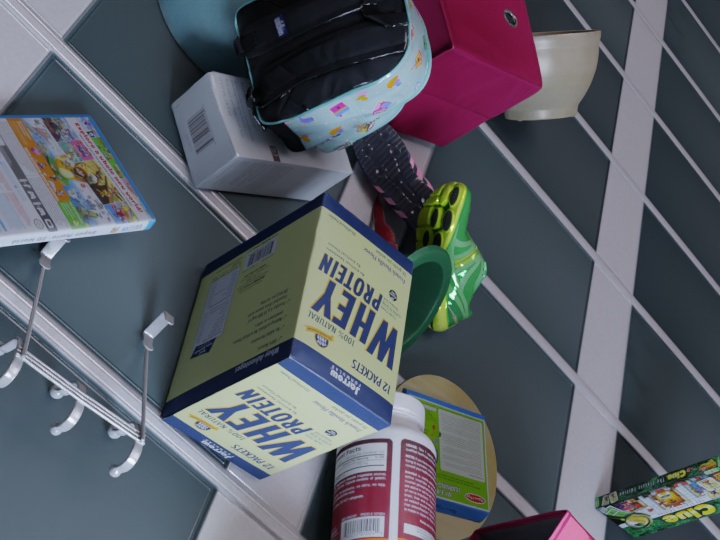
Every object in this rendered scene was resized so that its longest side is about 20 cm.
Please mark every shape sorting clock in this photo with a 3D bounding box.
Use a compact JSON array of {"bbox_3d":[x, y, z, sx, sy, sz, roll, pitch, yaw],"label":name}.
[{"bbox_3d":[0.094,0.226,1.398,0.199,0.039,0.202,23,54,-36],"label":"shape sorting clock"}]

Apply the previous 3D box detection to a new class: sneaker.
[{"bbox_3d":[0.052,-0.115,1.555,0.201,0.070,0.082,56,-5,6],"label":"sneaker"},{"bbox_3d":[0.119,-0.022,1.488,0.083,0.074,0.202,-11,118,-30],"label":"sneaker"}]

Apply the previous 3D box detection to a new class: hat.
[{"bbox_3d":[0.000,0.000,1.421,0.176,0.166,0.200,37,8,26],"label":"hat"}]

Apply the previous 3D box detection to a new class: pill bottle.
[{"bbox_3d":[0.027,0.239,1.248,0.113,0.112,0.202,32,46,-34],"label":"pill bottle"}]

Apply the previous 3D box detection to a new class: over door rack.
[{"bbox_3d":[-0.254,0.078,1.057,0.148,0.066,0.201,42,27,-26],"label":"over door rack"}]

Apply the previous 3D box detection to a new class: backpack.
[{"bbox_3d":[-0.019,-0.238,1.288,0.153,0.199,0.177,32,39,-56],"label":"backpack"}]

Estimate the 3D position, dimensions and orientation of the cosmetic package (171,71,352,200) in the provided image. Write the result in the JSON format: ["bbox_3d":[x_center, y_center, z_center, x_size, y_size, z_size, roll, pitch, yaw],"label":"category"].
[{"bbox_3d":[-0.112,-0.153,1.352,0.199,0.081,0.114,-1,67,-50],"label":"cosmetic package"}]

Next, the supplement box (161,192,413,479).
[{"bbox_3d":[-0.070,0.070,1.163,0.134,0.199,0.201,36,45,-29],"label":"supplement box"}]

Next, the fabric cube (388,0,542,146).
[{"bbox_3d":[0.101,-0.317,1.601,0.198,0.199,0.198,12,60,-45],"label":"fabric cube"}]

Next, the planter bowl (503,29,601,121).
[{"bbox_3d":[0.288,-0.315,1.872,0.200,0.199,0.136,-20,111,-53],"label":"planter bowl"}]

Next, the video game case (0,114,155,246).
[{"bbox_3d":[-0.305,-0.090,1.101,0.199,0.018,0.144,-11,60,-52],"label":"video game case"}]

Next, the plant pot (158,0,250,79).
[{"bbox_3d":[-0.128,-0.339,1.405,0.199,0.134,0.202,29,47,-37],"label":"plant pot"}]

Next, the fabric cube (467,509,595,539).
[{"bbox_3d":[0.177,0.391,1.165,0.199,0.196,0.200,46,61,-5],"label":"fabric cube"}]

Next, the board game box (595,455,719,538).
[{"bbox_3d":[0.442,0.321,1.627,0.104,0.199,0.024,35,43,-31],"label":"board game box"}]
